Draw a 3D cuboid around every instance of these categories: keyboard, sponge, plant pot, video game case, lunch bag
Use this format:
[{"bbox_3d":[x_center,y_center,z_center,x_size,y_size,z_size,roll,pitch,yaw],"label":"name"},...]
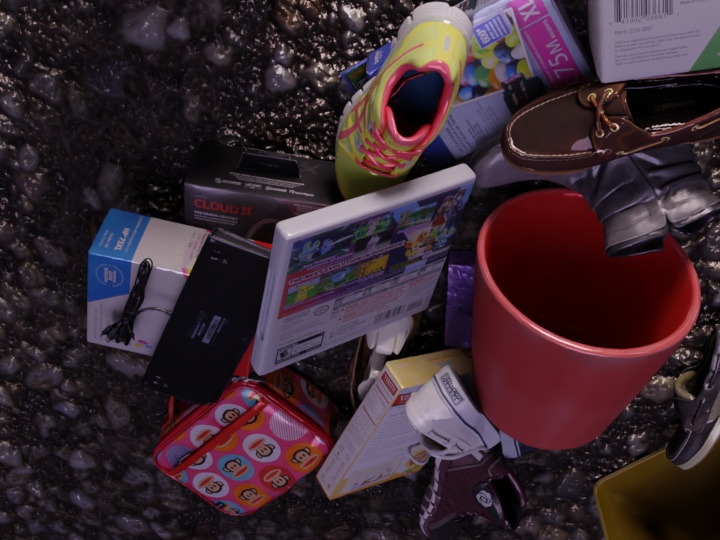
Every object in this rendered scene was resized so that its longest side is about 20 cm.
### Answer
[{"bbox_3d":[-0.154,0.039,0.880,0.126,0.021,0.201,20,126,-16],"label":"keyboard"},{"bbox_3d":[0.186,0.033,1.018,0.197,0.030,0.112,2,128,6],"label":"sponge"},{"bbox_3d":[0.186,0.055,0.907,0.198,0.202,0.178,7,136,0],"label":"plant pot"},{"bbox_3d":[0.000,0.000,0.889,0.198,0.023,0.183,-19,145,-30],"label":"video game case"},{"bbox_3d":[0.416,0.320,1.135,0.176,0.201,0.199,31,127,-33],"label":"plant pot"},{"bbox_3d":[-0.141,0.183,1.148,0.176,0.082,0.200,39,121,-19],"label":"lunch bag"}]

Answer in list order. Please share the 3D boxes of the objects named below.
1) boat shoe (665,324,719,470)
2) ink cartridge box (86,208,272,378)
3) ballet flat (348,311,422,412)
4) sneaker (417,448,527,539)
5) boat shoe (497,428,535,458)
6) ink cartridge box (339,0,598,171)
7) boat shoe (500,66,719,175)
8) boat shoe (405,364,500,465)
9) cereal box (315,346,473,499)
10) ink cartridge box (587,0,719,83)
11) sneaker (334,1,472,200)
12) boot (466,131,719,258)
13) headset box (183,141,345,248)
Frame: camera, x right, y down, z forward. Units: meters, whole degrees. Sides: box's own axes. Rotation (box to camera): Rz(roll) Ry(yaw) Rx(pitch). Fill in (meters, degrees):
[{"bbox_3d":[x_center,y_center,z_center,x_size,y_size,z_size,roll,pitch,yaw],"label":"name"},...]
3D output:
[{"bbox_3d":[0.365,0.130,1.059,0.064,0.073,0.201,19,126,4],"label":"boat shoe"},{"bbox_3d":[-0.149,0.027,0.926,0.198,0.068,0.117,13,130,-2],"label":"ink cartridge box"},{"bbox_3d":[0.021,0.079,1.045,0.067,0.073,0.201,15,129,-2],"label":"ballet flat"},{"bbox_3d":[0.134,0.280,1.161,0.115,0.075,0.201,38,142,32],"label":"sneaker"},{"bbox_3d":[0.187,0.143,1.062,0.090,0.072,0.201,-11,153,7],"label":"boat shoe"},{"bbox_3d":[0.092,-0.165,0.860,0.198,0.042,0.120,-23,123,25],"label":"ink cartridge box"},{"bbox_3d":[0.210,-0.127,0.797,0.198,0.071,0.070,-13,172,7],"label":"boat shoe"},{"bbox_3d":[0.082,0.155,0.983,0.086,0.075,0.202,-33,160,4],"label":"boat shoe"},{"bbox_3d":[0.049,0.165,1.087,0.143,0.040,0.201,-7,140,-39],"label":"cereal box"},{"bbox_3d":[0.241,-0.256,0.737,0.143,0.088,0.201,-6,130,10],"label":"ink cartridge box"},{"bbox_3d":[0.027,-0.119,0.821,0.077,0.091,0.201,18,130,-10],"label":"sneaker"},{"bbox_3d":[0.197,-0.071,0.851,0.198,0.133,0.070,-17,167,16],"label":"boot"},{"bbox_3d":[-0.093,-0.030,0.965,0.147,0.075,0.202,9,130,0],"label":"headset box"}]
